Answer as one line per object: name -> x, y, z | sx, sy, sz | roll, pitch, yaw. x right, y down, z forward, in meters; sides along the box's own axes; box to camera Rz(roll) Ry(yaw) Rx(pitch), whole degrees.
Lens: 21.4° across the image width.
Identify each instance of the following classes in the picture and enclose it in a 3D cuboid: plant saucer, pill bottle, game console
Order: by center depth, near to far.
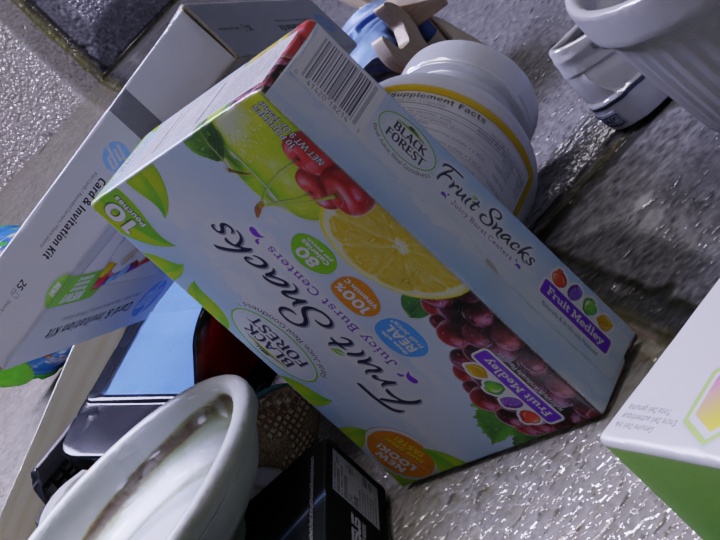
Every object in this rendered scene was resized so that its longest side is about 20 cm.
plant saucer -> -0.106, 0.138, 0.875 | 0.200, 0.050, 0.200 | -43, 15, 15
pill bottle -> 0.028, -0.032, 0.989 | 0.112, 0.112, 0.200 | -32, 21, 41
game console -> -0.086, -0.001, 1.043 | 0.172, 0.119, 0.200 | -3, 44, 35

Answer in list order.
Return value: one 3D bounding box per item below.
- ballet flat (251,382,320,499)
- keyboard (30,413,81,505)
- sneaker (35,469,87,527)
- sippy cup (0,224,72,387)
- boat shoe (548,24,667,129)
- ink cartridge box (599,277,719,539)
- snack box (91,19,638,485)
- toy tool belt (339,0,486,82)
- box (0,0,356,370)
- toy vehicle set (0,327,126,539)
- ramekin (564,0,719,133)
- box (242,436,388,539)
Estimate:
ballet flat -> -0.082, 0.146, 0.963 | 0.200, 0.071, 0.065 | -49, 41, 4
keyboard -> -0.127, 0.078, 1.193 | 0.200, 0.021, 0.127 | -51, -20, -17
sneaker -> -0.120, 0.124, 1.072 | 0.079, 0.074, 0.200 | -30, 22, 33
sippy cup -> -0.253, 0.014, 1.596 | 0.130, 0.140, 0.178 | -18, 70, 40
boat shoe -> 0.181, -0.167, 1.009 | 0.200, 0.065, 0.074 | -50, 16, -9
ink cartridge box -> 0.125, 0.076, 0.544 | 0.200, 0.076, 0.148 | -49, 16, -14
snack box -> 0.000, 0.000, 0.823 | 0.142, 0.200, 0.053 | -27, 25, 51
toy tool belt -> 0.020, -0.122, 1.209 | 0.125, 0.123, 0.200 | -43, 17, 13
box -> -0.100, -0.046, 0.951 | 0.200, 0.041, 0.156 | -49, -10, 19
toy vehicle set -> -0.186, 0.089, 1.239 | 0.124, 0.026, 0.200 | 133, 160, -80
ramekin -> 0.199, -0.149, 0.848 | 0.200, 0.105, 0.200 | -43, 16, 15
box -> -0.056, 0.177, 0.825 | 0.160, 0.044, 0.200 | -42, 16, 15
